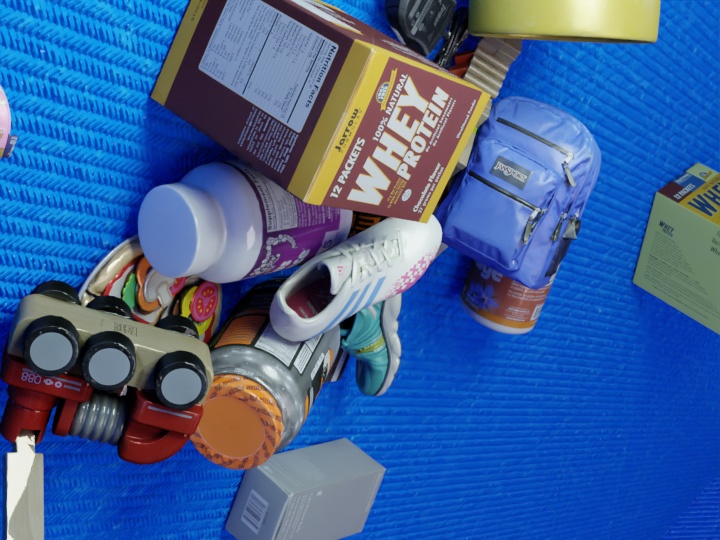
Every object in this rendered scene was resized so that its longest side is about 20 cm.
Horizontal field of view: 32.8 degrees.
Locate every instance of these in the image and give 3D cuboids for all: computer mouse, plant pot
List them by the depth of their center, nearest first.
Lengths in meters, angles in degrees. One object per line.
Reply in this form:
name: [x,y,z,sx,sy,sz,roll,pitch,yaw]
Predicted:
plant pot: [0.216,-0.336,1.270,0.200,0.199,0.191,-8,104,-52]
computer mouse: [0.051,-0.240,1.271,0.141,0.046,0.200,-63,160,5]

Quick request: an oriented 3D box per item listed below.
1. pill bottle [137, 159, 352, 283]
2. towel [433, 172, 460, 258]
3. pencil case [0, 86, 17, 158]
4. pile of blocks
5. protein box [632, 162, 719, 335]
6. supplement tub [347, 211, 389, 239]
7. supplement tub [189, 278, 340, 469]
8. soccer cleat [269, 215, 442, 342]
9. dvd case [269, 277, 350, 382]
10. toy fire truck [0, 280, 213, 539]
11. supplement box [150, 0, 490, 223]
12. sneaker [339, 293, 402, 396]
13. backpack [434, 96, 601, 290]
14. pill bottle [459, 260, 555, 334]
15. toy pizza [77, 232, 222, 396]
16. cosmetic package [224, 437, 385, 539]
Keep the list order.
pill bottle: [-0.108,-0.049,1.154,0.199,0.112,0.113,-14,130,-48]
towel: [0.091,-0.070,1.507,0.200,0.023,0.145,-45,148,-17]
pencil case: [-0.336,-0.092,0.824,0.199,0.087,0.083,-15,162,-48]
pile of blocks: [0.115,-0.202,1.395,0.062,0.082,0.202,28,85,-17]
protein box: [0.598,-0.037,2.083,0.134,0.198,0.202,-32,141,-35]
supplement tub: [0.016,-0.086,1.281,0.122,0.122,0.201,-35,146,-31]
supplement tub: [-0.099,0.104,1.232,0.200,0.121,0.124,-62,168,-59]
soccer cleat: [0.000,0.000,1.180,0.199,0.070,0.087,-35,163,-14]
dvd case: [-0.062,0.072,1.429,0.199,0.016,0.150,-4,121,-53]
toy fire truck: [-0.237,0.138,1.067,0.174,0.129,0.202,17,109,-20]
supplement box: [-0.033,-0.153,1.077,0.196,0.199,0.134,6,115,-56]
sneaker: [0.000,0.069,1.450,0.079,0.078,0.202,-19,131,-20]
backpack: [0.189,-0.096,1.414,0.202,0.161,0.168,-63,169,4]
pill bottle: [0.213,-0.026,1.634,0.112,0.112,0.202,-11,127,-50]
toy pizza: [-0.199,0.057,1.171,0.199,0.032,0.202,-30,130,-42]
cosmetic package: [-0.067,0.289,1.559,0.199,0.090,0.108,-3,119,-50]
